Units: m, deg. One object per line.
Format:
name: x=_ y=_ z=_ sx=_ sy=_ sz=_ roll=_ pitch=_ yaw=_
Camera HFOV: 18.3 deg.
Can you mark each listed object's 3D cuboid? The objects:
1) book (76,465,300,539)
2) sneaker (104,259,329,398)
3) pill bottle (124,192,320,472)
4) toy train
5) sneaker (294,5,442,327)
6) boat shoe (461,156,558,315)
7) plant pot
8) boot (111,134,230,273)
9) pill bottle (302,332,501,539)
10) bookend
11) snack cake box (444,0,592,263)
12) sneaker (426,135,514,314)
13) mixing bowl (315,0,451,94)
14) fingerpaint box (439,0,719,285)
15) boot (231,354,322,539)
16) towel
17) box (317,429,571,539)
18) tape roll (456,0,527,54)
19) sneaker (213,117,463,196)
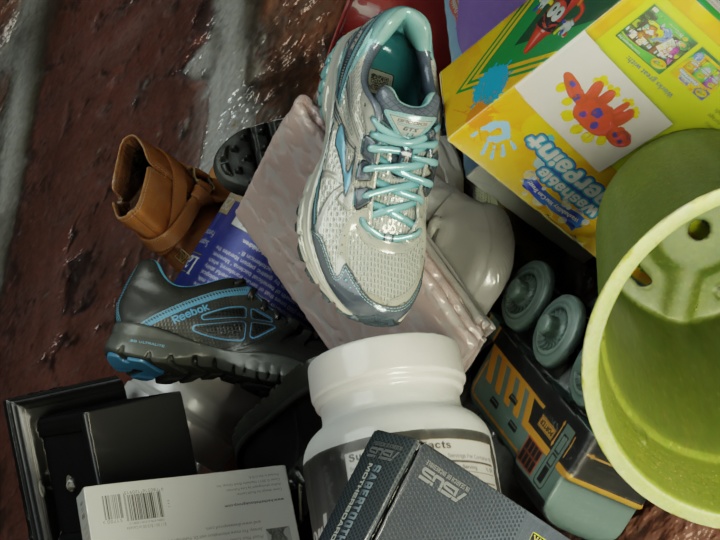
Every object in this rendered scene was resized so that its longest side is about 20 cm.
book: x=-0.095 y=0.226 z=1.384 sx=0.048 sy=0.133 sz=0.201 roll=127 pitch=136 yaw=-63
sneaker: x=-0.074 y=0.044 z=1.560 sx=0.073 sy=0.199 sz=0.082 roll=111 pitch=171 yaw=-71
pill bottle: x=-0.091 y=0.041 z=1.654 sx=0.200 sy=0.116 sz=0.116 roll=-58 pitch=30 yaw=-6
toy train: x=0.125 y=0.076 z=1.355 sx=0.114 sy=0.085 sz=0.200 roll=-59 pitch=29 yaw=12
sneaker: x=0.011 y=-0.067 z=1.325 sx=0.086 sy=0.077 sz=0.201 roll=136 pitch=138 yaw=-58
boat shoe: x=0.090 y=-0.046 z=1.530 sx=0.066 sy=0.072 sz=0.201 roll=-30 pitch=43 yaw=28
plant pot: x=0.203 y=0.010 z=1.228 sx=0.200 sy=0.200 sz=0.190 roll=-47 pitch=19 yaw=13
boot: x=-0.132 y=-0.062 z=1.775 sx=0.074 sy=0.155 sz=0.200 roll=-44 pitch=32 yaw=18
pill bottle: x=0.028 y=0.146 z=1.320 sx=0.116 sy=0.116 sz=0.201 roll=-26 pitch=65 yaw=40
bookend: x=-0.142 y=0.170 z=1.506 sx=0.200 sy=0.092 sz=0.200 roll=-11 pitch=90 yaw=56
snack cake box: x=0.124 y=-0.115 z=1.505 sx=0.067 sy=0.115 sz=0.200 roll=-37 pitch=35 yaw=27
sneaker: x=0.034 y=-0.035 z=1.461 sx=0.075 sy=0.088 sz=0.200 roll=-64 pitch=27 yaw=19
mixing bowl: x=0.053 y=-0.191 z=1.652 sx=0.200 sy=0.108 sz=0.201 roll=25 pitch=-90 yaw=-87
fingerpaint box: x=0.174 y=-0.092 z=1.328 sx=0.167 sy=0.200 sz=0.074 roll=-38 pitch=33 yaw=27
boot: x=-0.023 y=0.158 z=1.482 sx=0.211 sy=0.079 sz=0.159 roll=122 pitch=136 yaw=-65
towel: x=0.000 y=0.000 z=1.453 sx=0.032 sy=0.200 sz=0.191 roll=-30 pitch=-12 yaw=-25
box: x=0.054 y=0.202 z=1.206 sx=0.051 sy=0.200 sz=0.158 roll=7 pitch=65 yaw=59
tape roll: x=0.163 y=-0.181 z=1.430 sx=0.200 sy=0.199 sz=0.085 roll=-94 pitch=5 yaw=-47
sneaker: x=-0.011 y=-0.066 z=1.604 sx=0.091 sy=0.199 sz=0.067 roll=118 pitch=143 yaw=-61
